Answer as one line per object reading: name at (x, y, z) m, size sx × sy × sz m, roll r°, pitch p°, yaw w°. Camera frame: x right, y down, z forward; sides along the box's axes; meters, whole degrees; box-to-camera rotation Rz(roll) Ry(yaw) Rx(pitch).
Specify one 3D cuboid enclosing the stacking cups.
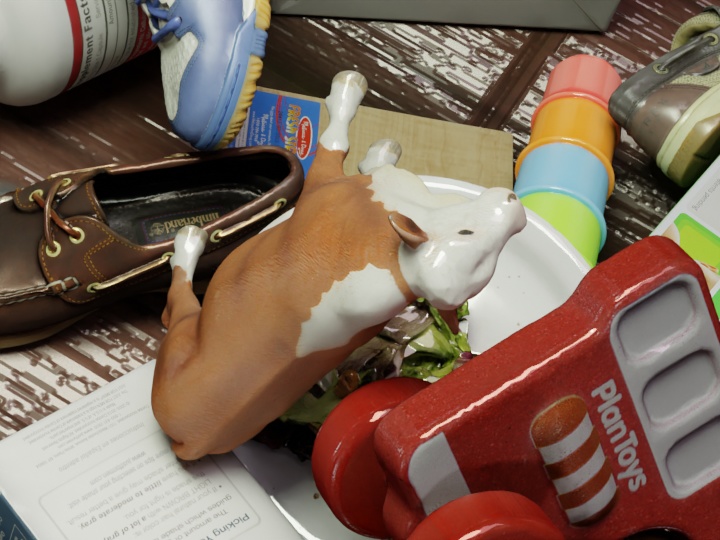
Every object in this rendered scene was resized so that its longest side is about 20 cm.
stacking cups at (0.102, -0.032, 1.084) m, size 0.060 × 0.061 × 0.200 m, roll 22°, pitch 45°, yaw 0°

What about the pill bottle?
pill bottle at (-0.145, -0.149, 1.075) m, size 0.200 × 0.112 × 0.112 m, roll -30°, pitch 68°, yaw -32°

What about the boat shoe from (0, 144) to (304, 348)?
boat shoe at (-0.121, -0.019, 1.005) m, size 0.200 × 0.070 × 0.071 m, roll -15°, pitch 63°, yaw -16°

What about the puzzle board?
puzzle board at (0.000, 0.000, 1.071) m, size 0.150 × 0.017 × 0.200 m, roll 10°, pitch 52°, yaw -8°

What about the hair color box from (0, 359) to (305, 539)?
hair color box at (-0.070, 0.143, 0.917) m, size 0.100 × 0.061 × 0.200 m, roll -28°, pitch 66°, yaw -33°

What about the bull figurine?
bull figurine at (-0.017, -0.001, 0.884) m, size 0.065 × 0.200 × 0.122 m, roll 33°, pitch 39°, yaw -28°

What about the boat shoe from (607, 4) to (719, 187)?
boat shoe at (0.194, -0.110, 1.152) m, size 0.065 × 0.073 × 0.200 m, roll 39°, pitch 35°, yaw 11°

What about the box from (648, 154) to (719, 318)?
box at (0.234, 0.019, 1.077) m, size 0.176 × 0.097 × 0.200 m, roll 36°, pitch 52°, yaw 13°

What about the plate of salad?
plate of salad at (0.020, 0.054, 0.968) m, size 0.199 × 0.048 × 0.201 m, roll -1°, pitch 81°, yaw 6°

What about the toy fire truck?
toy fire truck at (0.089, 0.101, 0.873) m, size 0.168 × 0.200 × 0.112 m, roll -30°, pitch 34°, yaw -6°

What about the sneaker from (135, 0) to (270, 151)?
sneaker at (-0.093, -0.153, 1.008) m, size 0.088 × 0.075 × 0.201 m, roll 3°, pitch 77°, yaw -27°

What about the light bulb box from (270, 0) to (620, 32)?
light bulb box at (0.044, -0.247, 1.194) m, size 0.198 × 0.125 × 0.200 m, roll 1°, pitch 56°, yaw -15°
